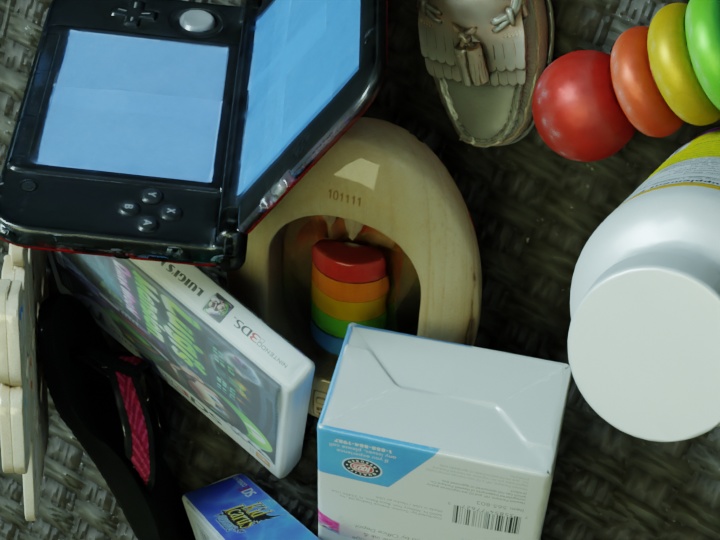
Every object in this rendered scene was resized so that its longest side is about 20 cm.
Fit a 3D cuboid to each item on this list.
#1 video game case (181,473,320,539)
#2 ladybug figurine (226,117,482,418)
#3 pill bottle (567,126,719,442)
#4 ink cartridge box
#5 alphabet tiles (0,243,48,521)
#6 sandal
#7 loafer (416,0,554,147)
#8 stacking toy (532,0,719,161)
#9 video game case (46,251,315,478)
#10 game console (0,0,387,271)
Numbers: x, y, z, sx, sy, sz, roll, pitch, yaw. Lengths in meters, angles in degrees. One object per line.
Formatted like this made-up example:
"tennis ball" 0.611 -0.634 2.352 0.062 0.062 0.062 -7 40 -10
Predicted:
"video game case" -0.034 0.221 0.893 0.045 0.200 0.183 -19 100 -15
"ladybug figurine" 0.000 0.000 0.838 0.135 0.072 0.201 15 133 8
"pill bottle" 0.155 0.004 0.711 0.103 0.200 0.105 8 111 23
"ink cartridge box" 0.039 0.121 0.843 0.114 0.068 0.201 11 142 7
"alphabet tiles" -0.187 0.028 0.896 0.014 0.200 0.197 0 110 -7
"sandal" -0.130 0.094 0.946 0.045 0.075 0.201 -16 115 17
"loafer" 0.053 -0.155 0.786 0.071 0.063 0.202 6 109 24
"stacking toy" 0.168 -0.102 0.748 0.199 0.085 0.086 -18 99 36
"video game case" -0.103 0.029 0.872 0.181 0.023 0.200 39 162 9
"game console" -0.078 -0.110 0.771 0.171 0.201 0.119 6 131 -4
